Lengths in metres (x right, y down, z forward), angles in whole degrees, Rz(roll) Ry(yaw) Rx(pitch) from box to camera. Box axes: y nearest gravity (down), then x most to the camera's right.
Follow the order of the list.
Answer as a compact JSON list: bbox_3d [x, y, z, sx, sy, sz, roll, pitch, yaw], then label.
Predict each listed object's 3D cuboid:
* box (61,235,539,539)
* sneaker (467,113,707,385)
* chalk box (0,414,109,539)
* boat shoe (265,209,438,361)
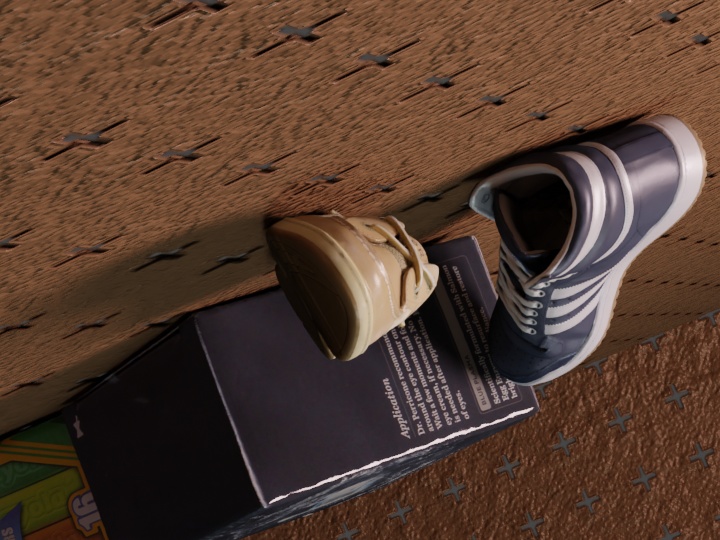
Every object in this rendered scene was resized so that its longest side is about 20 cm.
[{"bbox_3d":[-0.038,0.082,1.313,0.200,0.118,0.197,-16,170,-33],"label":"box"},{"bbox_3d":[0.093,-0.001,1.180,0.108,0.070,0.200,-17,151,-40],"label":"sneaker"},{"bbox_3d":[-0.224,0.179,1.421,0.200,0.125,0.124,-25,172,8],"label":"chalk box"},{"bbox_3d":[0.000,0.000,1.055,0.065,0.072,0.200,-30,175,-5],"label":"boat shoe"}]
